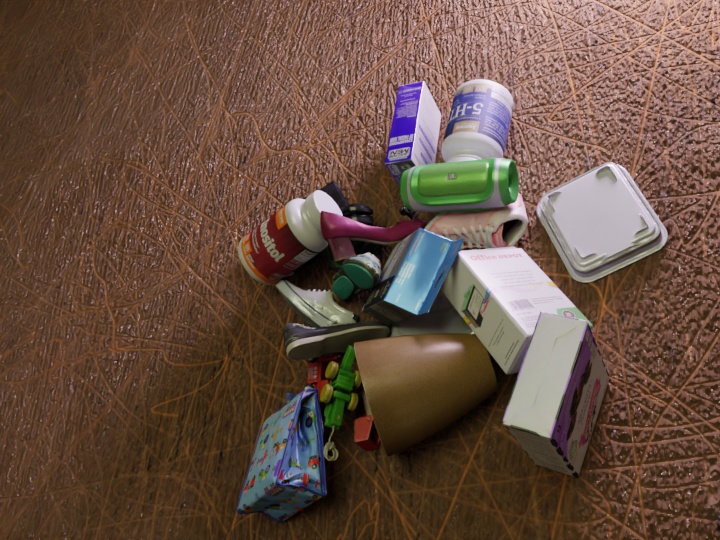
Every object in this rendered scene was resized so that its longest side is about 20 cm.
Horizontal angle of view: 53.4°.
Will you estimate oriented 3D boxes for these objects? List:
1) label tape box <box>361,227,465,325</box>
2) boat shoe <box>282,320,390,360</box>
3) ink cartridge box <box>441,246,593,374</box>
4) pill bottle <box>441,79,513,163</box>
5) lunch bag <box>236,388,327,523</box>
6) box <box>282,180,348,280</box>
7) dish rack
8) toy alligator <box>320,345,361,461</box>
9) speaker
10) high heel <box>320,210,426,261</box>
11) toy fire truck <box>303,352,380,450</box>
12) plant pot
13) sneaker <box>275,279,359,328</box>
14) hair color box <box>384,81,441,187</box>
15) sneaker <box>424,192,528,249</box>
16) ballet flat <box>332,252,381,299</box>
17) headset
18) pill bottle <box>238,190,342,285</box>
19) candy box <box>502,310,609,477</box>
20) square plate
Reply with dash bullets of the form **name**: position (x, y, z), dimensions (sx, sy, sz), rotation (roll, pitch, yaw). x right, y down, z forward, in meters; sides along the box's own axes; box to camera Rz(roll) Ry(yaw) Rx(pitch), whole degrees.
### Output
- **label tape box**: position (0.084, 0.008, 1.210), dimensions (0.145, 0.063, 0.200), rotation (-62, 9, -17)
- **boat shoe**: position (-0.043, 0.108, 1.270), dimensions (0.199, 0.073, 0.063), rotation (-8, 51, -24)
- **ink cartridge box**: position (0.244, 0.058, 1.141), dimensions (0.200, 0.144, 0.084), rotation (56, 138, 40)
- **pill bottle**: position (0.220, -0.252, 1.372), dimensions (0.119, 0.120, 0.201), rotation (0, 61, 29)
- **lunch bag**: position (-0.129, 0.299, 1.212), dimensions (0.151, 0.094, 0.201), rotation (-43, 34, 41)
- **box**: position (-0.110, -0.085, 1.507), dimensions (0.199, 0.036, 0.143), rotation (-32, 51, 6)
- **dish rack**: position (0.404, -0.092, 1.219), dimensions (0.171, 0.044, 0.201), rotation (-26, 53, 11)
- **toy alligator**: position (-0.042, 0.224, 1.203), dimensions (0.054, 0.059, 0.201), rotation (-42, 32, 57)
- **speaker**: position (0.174, -0.150, 1.269), dimensions (0.199, 0.088, 0.089), rotation (-1, 60, 28)
- **high heel**: position (0.026, -0.088, 1.316), dimensions (0.199, 0.097, 0.067), rotation (-18, 2, -23)
- **toy fire truck**: position (-0.031, 0.217, 1.264), dimensions (0.140, 0.049, 0.201), rotation (-12, 55, 22)
- **plant pot**: position (0.110, 0.174, 1.145), dimensions (0.199, 0.187, 0.187), rotation (-19, 52, 2)
- **sneaker**: position (-0.080, 0.068, 1.380), dimensions (0.200, 0.073, 0.071), rotation (35, 72, 30)
- **hair color box**: position (0.109, -0.268, 1.451), dimensions (0.064, 0.109, 0.201), rotation (-6, 58, 26)
- **sneaker**: position (0.206, -0.070, 1.282), dimensions (0.199, 0.076, 0.105), rotation (-23, 35, 10)
- **ballet flat**: position (0.000, 0.000, 1.302), dimensions (0.075, 0.074, 0.200), rotation (-65, 14, -19)
- **headset**: position (0.012, -0.076, 1.409), dimensions (0.199, 0.094, 0.124), rotation (-28, 75, 24)
- **pill bottle**: position (-0.133, -0.066, 1.387), dimensions (0.199, 0.113, 0.114), rotation (-34, 49, 25)
- **candy box**: position (0.283, 0.180, 1.013), dimensions (0.071, 0.200, 0.169), rotation (11, 67, 33)
- **square plate**: position (0.144, 0.056, 1.281), dimensions (0.197, 0.028, 0.201), rotation (-8, 57, 25)
